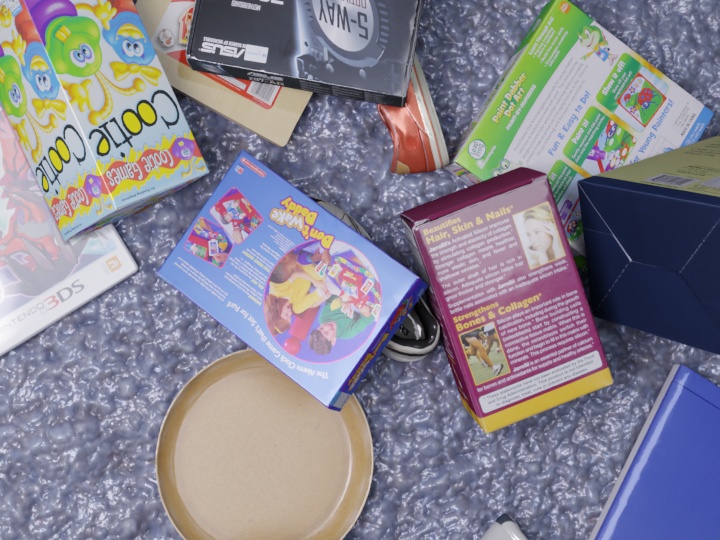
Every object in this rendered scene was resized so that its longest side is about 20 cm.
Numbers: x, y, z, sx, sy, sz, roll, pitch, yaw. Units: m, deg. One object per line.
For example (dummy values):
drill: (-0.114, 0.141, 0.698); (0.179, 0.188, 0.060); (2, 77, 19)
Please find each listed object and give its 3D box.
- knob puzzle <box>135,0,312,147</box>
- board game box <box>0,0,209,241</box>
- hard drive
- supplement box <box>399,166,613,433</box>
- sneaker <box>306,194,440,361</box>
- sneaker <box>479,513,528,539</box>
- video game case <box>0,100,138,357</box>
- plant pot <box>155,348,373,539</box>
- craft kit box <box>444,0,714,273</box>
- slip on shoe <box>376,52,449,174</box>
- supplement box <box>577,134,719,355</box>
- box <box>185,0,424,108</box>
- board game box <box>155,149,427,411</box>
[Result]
knob puzzle: (-0.106, -0.241, 1.220); (0.217, 0.030, 0.223); (1, 86, -13)
board game box: (-0.232, -0.145, 1.130); (0.103, 0.104, 0.202); (-27, 93, -40)
hard drive: (0.318, 0.212, 1.297); (0.131, 0.025, 0.201); (31, 80, -10)
supplement box: (0.129, 0.024, 1.202); (0.130, 0.103, 0.202); (-19, 100, -3)
sneaker: (0.000, 0.000, 1.202); (0.200, 0.088, 0.076); (42, 80, -6)
sneaker: (0.192, 0.303, 1.236); (0.199, 0.073, 0.071); (38, 82, -8)
video game case: (-0.321, -0.038, 1.160); (0.181, 0.023, 0.201); (-32, 94, -14)
plant pot: (-0.086, 0.171, 1.201); (0.197, 0.027, 0.203); (1, 86, -13)
craft kit box: (0.212, -0.126, 1.285); (0.197, 0.048, 0.201); (36, 79, -12)
slip on shoe: (0.024, -0.183, 1.231); (0.061, 0.074, 0.202); (-19, 91, 1)
supplement box: (0.338, -0.031, 1.196); (0.198, 0.199, 0.136); (-18, 108, -26)
box: (-0.043, -0.241, 1.175); (0.197, 0.044, 0.162); (11, 84, 2)
board game box: (-0.061, 0.008, 1.156); (0.199, 0.045, 0.135); (36, 90, 17)
